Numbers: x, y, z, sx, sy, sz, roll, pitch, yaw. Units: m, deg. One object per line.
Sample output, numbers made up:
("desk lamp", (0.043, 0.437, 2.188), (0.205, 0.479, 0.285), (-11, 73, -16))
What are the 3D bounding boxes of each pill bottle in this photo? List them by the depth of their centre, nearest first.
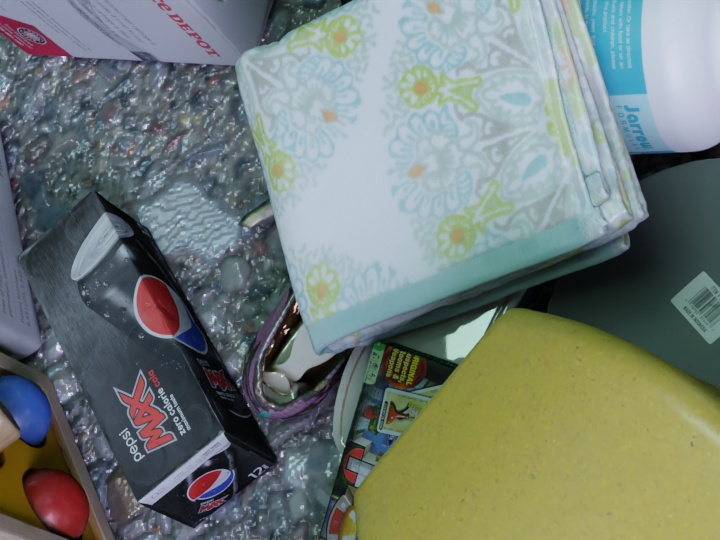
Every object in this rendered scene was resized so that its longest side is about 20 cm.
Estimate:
("pill bottle", (0.133, -0.117, 0.943), (0.199, 0.111, 0.111), (-1, 69, 30))

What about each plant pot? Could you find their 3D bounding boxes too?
("plant pot", (0.113, 0.128, 0.772), (0.200, 0.195, 0.195), (44, 100, 28))

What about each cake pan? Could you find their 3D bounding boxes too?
("cake pan", (0.181, 0.028, 0.899), (0.199, 0.037, 0.202), (-12, 64, 25))

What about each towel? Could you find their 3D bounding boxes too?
("towel", (0.037, -0.065, 0.906), (0.199, 0.048, 0.172), (-21, 75, 27))

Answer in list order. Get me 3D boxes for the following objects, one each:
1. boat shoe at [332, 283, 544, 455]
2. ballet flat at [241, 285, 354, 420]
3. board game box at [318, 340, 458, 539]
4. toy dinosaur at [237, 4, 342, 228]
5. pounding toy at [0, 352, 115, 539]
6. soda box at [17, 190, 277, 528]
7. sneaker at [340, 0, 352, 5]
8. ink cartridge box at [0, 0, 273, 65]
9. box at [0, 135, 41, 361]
("boat shoe", (0.054, 0.022, 0.954), (0.075, 0.062, 0.201), (32, 101, 21))
("ballet flat", (0.000, 0.000, 0.987), (0.201, 0.069, 0.071), (-57, 11, -1))
("board game box", (0.027, 0.147, 0.910), (0.104, 0.023, 0.201), (17, 93, 27))
("toy dinosaur", (-0.002, -0.110, 1.059), (0.088, 0.047, 0.201), (15, 82, 36))
("pounding toy", (-0.226, 0.116, 0.989), (0.142, 0.200, 0.185), (-36, 57, 11))
("soda box", (-0.129, 0.050, 1.047), (0.071, 0.063, 0.200), (-39, 56, 9))
("sneaker", (-0.002, -0.194, 1.017), (0.090, 0.070, 0.201), (-7, 98, 39))
("ink cartridge box", (-0.169, -0.203, 1.127), (0.199, 0.145, 0.084), (6, 70, 31))
("box", (-0.343, -0.014, 1.127), (0.198, 0.171, 0.201), (-28, 58, 16))
